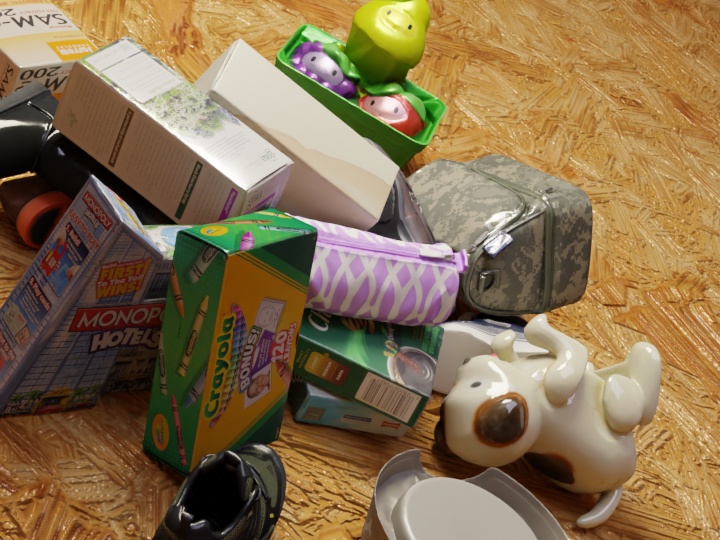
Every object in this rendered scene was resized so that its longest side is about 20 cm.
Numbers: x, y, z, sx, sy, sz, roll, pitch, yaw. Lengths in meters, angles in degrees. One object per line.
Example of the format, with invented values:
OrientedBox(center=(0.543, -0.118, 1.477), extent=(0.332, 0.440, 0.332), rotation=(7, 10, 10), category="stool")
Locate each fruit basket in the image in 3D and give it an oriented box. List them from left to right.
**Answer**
OrientedBox(center=(0.011, -0.229, 1.917), extent=(0.214, 0.217, 0.156), rotation=(30, 30, -1), category="fruit basket")

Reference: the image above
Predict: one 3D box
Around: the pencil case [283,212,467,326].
OrientedBox(center=(0.000, 0.000, 1.517), extent=(0.198, 0.086, 0.085), rotation=(8, 58, -29), category="pencil case")

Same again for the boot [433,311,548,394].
OrientedBox(center=(0.111, 0.078, 1.697), extent=(0.198, 0.073, 0.090), rotation=(13, 21, -32), category="boot")

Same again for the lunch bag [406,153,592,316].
OrientedBox(center=(0.127, -0.033, 1.759), extent=(0.166, 0.141, 0.200), rotation=(-14, 27, -31), category="lunch bag")

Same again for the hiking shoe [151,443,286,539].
OrientedBox(center=(-0.099, 0.181, 1.311), extent=(0.075, 0.101, 0.200), rotation=(34, 30, 5), category="hiking shoe")

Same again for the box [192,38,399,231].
OrientedBox(center=(-0.072, -0.111, 1.557), extent=(0.199, 0.095, 0.078), rotation=(37, 47, -16), category="box")

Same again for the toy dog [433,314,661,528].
OrientedBox(center=(0.164, 0.141, 1.593), extent=(0.198, 0.196, 0.139), rotation=(10, -8, -31), category="toy dog")

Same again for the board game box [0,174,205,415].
OrientedBox(center=(-0.199, 0.020, 1.363), extent=(0.199, 0.201, 0.062), rotation=(-3, 42, -43), category="board game box")

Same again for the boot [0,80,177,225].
OrientedBox(center=(-0.258, -0.073, 1.487), extent=(0.199, 0.066, 0.165), rotation=(37, 44, 5), category="boot")

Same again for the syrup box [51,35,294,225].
OrientedBox(center=(-0.165, -0.111, 1.469), extent=(0.199, 0.082, 0.079), rotation=(38, 38, 11), category="syrup box")

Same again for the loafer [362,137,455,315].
OrientedBox(center=(0.036, -0.037, 1.659), extent=(0.063, 0.072, 0.202), rotation=(5, 57, -60), category="loafer")

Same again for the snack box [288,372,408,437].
OrientedBox(center=(-0.029, 0.070, 1.599), extent=(0.115, 0.037, 0.201), rotation=(12, 35, -28), category="snack box")

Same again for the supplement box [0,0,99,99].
OrientedBox(center=(-0.377, -0.248, 1.727), extent=(0.200, 0.074, 0.126), rotation=(43, 33, 20), category="supplement box")

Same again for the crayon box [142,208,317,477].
OrientedBox(center=(-0.108, 0.058, 1.384), extent=(0.058, 0.202, 0.118), rotation=(25, 24, 31), category="crayon box")

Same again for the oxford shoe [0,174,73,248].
OrientedBox(center=(-0.250, -0.074, 1.588), extent=(0.199, 0.072, 0.073), rotation=(-8, 43, -46), category="oxford shoe")

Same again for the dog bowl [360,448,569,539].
OrientedBox(center=(0.089, 0.244, 1.427), extent=(0.198, 0.059, 0.201), rotation=(22, 32, -15), category="dog bowl")

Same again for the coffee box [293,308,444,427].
OrientedBox(center=(-0.024, 0.057, 1.541), extent=(0.198, 0.044, 0.123), rotation=(26, 31, -4), category="coffee box")
